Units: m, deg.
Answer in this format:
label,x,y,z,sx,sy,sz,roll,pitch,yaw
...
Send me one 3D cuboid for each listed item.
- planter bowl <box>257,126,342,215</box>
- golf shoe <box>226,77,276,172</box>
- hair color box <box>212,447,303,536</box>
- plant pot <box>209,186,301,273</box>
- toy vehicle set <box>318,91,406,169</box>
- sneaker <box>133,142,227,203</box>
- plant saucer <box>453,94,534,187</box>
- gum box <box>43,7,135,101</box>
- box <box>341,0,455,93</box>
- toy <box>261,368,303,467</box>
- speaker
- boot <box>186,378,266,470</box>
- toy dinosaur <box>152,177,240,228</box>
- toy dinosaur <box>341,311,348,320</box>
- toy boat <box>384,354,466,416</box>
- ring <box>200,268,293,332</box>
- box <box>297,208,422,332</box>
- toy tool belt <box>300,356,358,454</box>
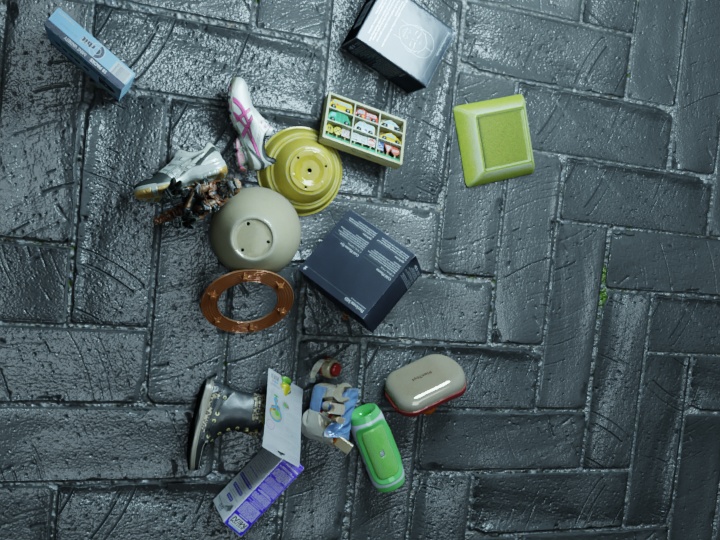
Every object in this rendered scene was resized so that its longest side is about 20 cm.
label,x,y,z,sx,sy,sz,roll,pitch,yaw
planter bowl,-0.122,-0.220,1.670,0.200,0.083,0.201,-2,96,-20
golf shoe,-0.234,-0.315,1.618,0.092,0.073,0.201,-8,104,1
hair color box,-0.229,0.479,1.685,0.200,0.109,0.065,-44,113,-10
plant pot,-0.225,-0.074,1.596,0.200,0.134,0.201,-1,98,-4
toy vehicle set,0.007,-0.316,1.710,0.200,0.027,0.125,16,63,-21
sneaker,-0.386,-0.208,1.593,0.200,0.076,0.088,-20,79,-15
plant saucer,0.340,-0.320,1.847,0.199,0.048,0.201,-14,100,-18
gum box,-0.516,-0.407,1.446,0.170,0.200,0.045,41,82,-18
box,0.086,-0.522,1.704,0.200,0.107,0.149,30,84,-19
toy,-0.182,0.328,1.667,0.115,0.047,0.200,40,37,-35
speaker,0.039,0.422,1.792,0.088,0.088,0.200,-24,103,-16
boot,-0.298,0.350,1.670,0.150,0.073,0.201,14,82,-20
toy dinosaur,-0.342,-0.133,1.556,0.102,0.136,0.200,48,111,5
toy dinosaur,0.027,0.031,1.758,0.136,0.102,0.200,37,97,4
toy boat,0.160,0.295,1.819,0.200,0.131,0.131,-22,132,-16
ring,-0.242,0.072,1.624,0.200,0.019,0.201,-9,137,-9
box,0.000,0.000,1.673,0.200,0.104,0.182,37,80,24
toy tool belt,-0.049,0.307,1.720,0.125,0.123,0.201,10,92,-55
